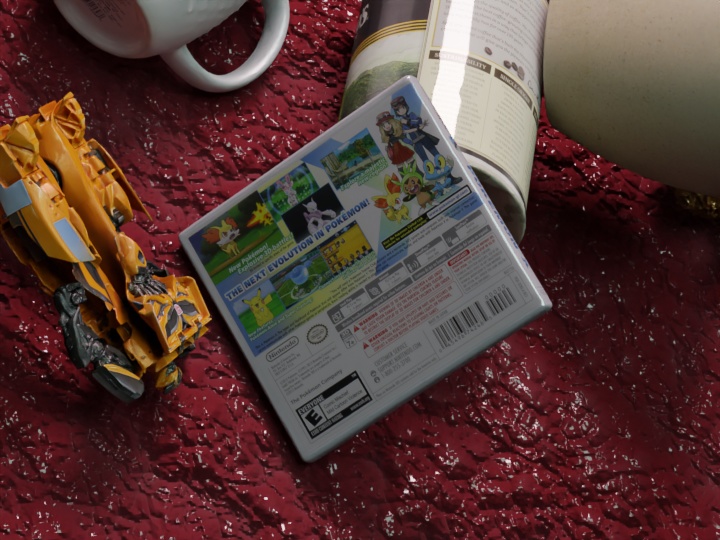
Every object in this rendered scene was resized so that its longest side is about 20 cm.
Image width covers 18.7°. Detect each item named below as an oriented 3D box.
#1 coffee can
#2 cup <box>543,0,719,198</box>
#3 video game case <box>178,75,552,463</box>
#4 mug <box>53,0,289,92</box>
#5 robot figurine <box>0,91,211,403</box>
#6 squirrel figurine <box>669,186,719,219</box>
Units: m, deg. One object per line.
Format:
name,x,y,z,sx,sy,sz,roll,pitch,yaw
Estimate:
coffee can,0.059,-0.120,1.576,0.146,0.146,0.201,22,55,-17
cup,0.209,-0.152,1.583,0.143,0.201,0.201,2,55,13
video game case,0.000,0.000,1.461,0.183,0.200,0.022,60,17,11
mug,-0.120,-0.219,1.548,0.175,0.147,0.200,-53,125,-31
robot figurine,-0.168,-0.011,1.408,0.200,0.058,0.145,57,24,-5
squirrel figurine,0.317,-0.064,1.722,0.199,0.142,0.187,22,64,0
